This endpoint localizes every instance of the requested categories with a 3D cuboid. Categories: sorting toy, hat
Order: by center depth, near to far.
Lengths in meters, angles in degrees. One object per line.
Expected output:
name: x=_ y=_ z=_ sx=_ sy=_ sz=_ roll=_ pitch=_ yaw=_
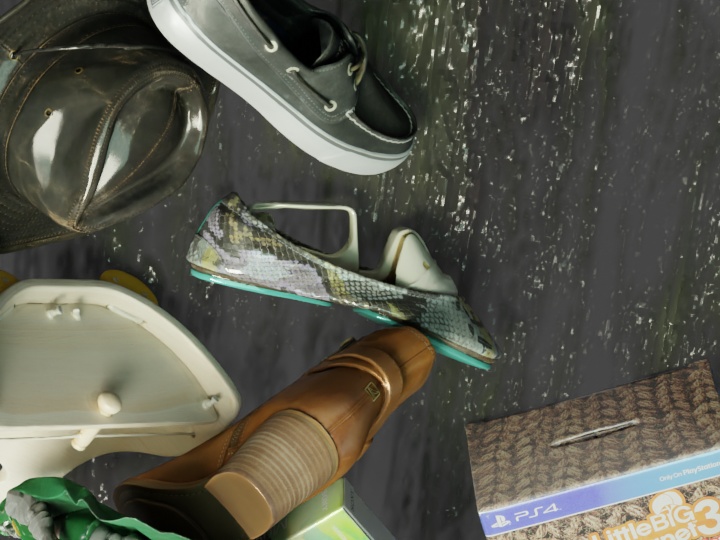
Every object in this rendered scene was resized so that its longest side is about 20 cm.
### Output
hat: x=-0.140 y=-0.072 z=1.440 sx=0.201 sy=0.081 sz=0.201 roll=-25 pitch=138 yaw=-25
sorting toy: x=-0.209 y=0.091 z=1.555 sx=0.200 sy=0.107 sz=0.180 roll=2 pitch=143 yaw=-49

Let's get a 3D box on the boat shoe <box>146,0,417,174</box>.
boat shoe: x=-0.030 y=-0.115 z=1.449 sx=0.057 sy=0.069 sz=0.200 roll=-27 pitch=139 yaw=33

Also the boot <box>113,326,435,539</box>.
boot: x=-0.051 y=0.100 z=1.538 sx=0.077 sy=0.155 sz=0.200 roll=50 pitch=147 yaw=-2

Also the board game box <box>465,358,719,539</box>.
board game box: x=0.170 y=0.180 z=1.640 sx=0.159 sy=0.097 sz=0.200 roll=-16 pitch=120 yaw=6

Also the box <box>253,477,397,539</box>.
box: x=-0.049 y=0.226 z=1.575 sx=0.200 sy=0.036 sz=0.144 roll=-33 pitch=117 yaw=15

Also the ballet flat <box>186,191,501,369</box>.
ballet flat: x=0.000 y=0.000 z=1.549 sx=0.200 sy=0.072 sz=0.072 roll=18 pitch=117 yaw=-14

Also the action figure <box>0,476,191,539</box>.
action figure: x=-0.150 y=0.158 z=1.512 sx=0.118 sy=0.200 sz=0.055 roll=43 pitch=71 yaw=-35
